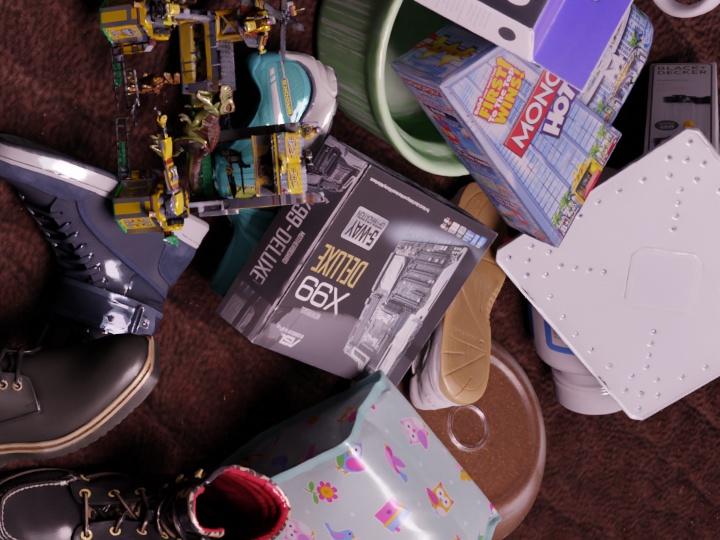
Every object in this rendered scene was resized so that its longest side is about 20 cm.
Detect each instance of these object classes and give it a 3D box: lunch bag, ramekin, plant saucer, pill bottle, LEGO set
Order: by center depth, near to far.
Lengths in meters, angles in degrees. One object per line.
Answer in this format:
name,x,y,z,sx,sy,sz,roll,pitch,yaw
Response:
LEGO set,-0.094,-0.114,1.473,0.154,0.115,0.201,9,79,-59
ramekin,0.061,-0.182,1.636,0.199,0.098,0.201,-18,120,-34
lunch bag,-0.018,0.197,1.663,0.170,0.200,0.122,50,35,-15
plant saucer,0.082,0.133,1.767,0.200,0.037,0.201,9,72,-29
pill bottle,0.199,0.020,1.837,0.112,0.112,0.201,-28,126,-29

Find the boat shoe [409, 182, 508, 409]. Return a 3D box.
boat shoe,0.070,0.021,1.739,0.071,0.069,0.201,32,55,-32

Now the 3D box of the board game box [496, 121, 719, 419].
board game box,0.247,0.002,1.726,0.200,0.026,0.200,-33,111,24

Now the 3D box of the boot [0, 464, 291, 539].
boot,-0.164,0.179,1.560,0.200,0.150,0.074,14,71,-42

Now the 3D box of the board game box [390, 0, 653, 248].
board game box,0.124,-0.148,1.594,0.200,0.062,0.201,30,88,-45

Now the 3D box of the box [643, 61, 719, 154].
box,0.276,-0.086,1.810,0.200,0.060,0.117,-74,159,-59

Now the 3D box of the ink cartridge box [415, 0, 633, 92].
ink cartridge box,0.121,-0.258,1.539,0.199,0.199,0.043,-61,180,-24

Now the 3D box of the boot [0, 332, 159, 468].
boot,-0.251,0.065,1.441,0.199,0.078,0.138,-25,129,15

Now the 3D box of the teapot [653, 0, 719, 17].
teapot,0.253,-0.338,1.700,0.198,0.146,0.200,-55,135,-6

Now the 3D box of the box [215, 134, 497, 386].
box,0.000,0.000,1.614,0.158,0.050,0.200,-56,145,5

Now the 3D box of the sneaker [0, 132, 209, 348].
sneaker,-0.207,-0.003,1.501,0.202,0.077,0.147,29,86,-45

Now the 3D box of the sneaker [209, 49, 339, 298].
sneaker,-0.080,-0.073,1.597,0.079,0.078,0.201,16,107,-10
